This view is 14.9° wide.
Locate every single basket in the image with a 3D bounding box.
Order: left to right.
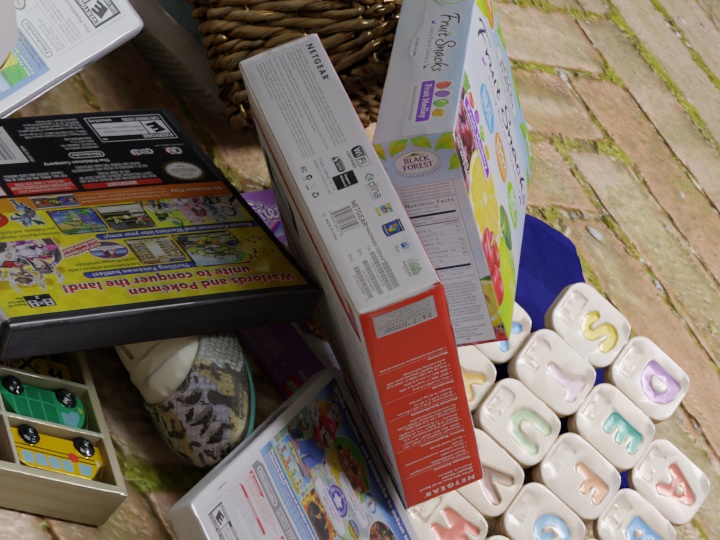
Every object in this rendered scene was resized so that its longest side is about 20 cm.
[{"bbox_3d":[-0.021,-0.173,1.746,0.200,0.142,0.150,10,59,-77],"label":"basket"}]

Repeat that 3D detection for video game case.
[{"bbox_3d":[-0.248,-0.181,1.600,0.182,0.022,0.200,-37,91,-40],"label":"video game case"},{"bbox_3d":[-0.149,-0.025,1.506,0.199,0.026,0.181,-6,40,-36],"label":"video game case"},{"bbox_3d":[-0.025,0.150,1.455,0.144,0.018,0.200,65,27,-8],"label":"video game case"}]

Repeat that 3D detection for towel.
[{"bbox_3d":[0.108,0.048,1.725,0.148,0.049,0.201,36,34,-49],"label":"towel"}]

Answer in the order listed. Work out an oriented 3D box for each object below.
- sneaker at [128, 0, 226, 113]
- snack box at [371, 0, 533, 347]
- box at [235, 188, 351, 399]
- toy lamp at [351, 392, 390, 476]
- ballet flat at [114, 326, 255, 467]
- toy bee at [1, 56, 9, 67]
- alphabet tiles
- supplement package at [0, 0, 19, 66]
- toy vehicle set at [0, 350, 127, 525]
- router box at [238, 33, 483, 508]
[{"bbox_3d":[-0.131,-0.194,1.776,0.200,0.082,0.074,49,-10,12],"label":"sneaker"},{"bbox_3d":[0.057,-0.070,1.596,0.200,0.053,0.143,-79,157,-55],"label":"snack box"},{"bbox_3d":[-0.014,0.009,1.702,0.137,0.039,0.200,52,30,18],"label":"box"},{"bbox_3d":[0.076,0.132,1.626,0.200,0.058,0.058,39,28,-8],"label":"toy lamp"},{"bbox_3d":[-0.110,0.032,1.521,0.072,0.072,0.201,24,26,-28],"label":"ballet flat"},{"bbox_3d":[-0.256,-0.193,1.510,0.200,0.109,0.131,35,43,-23],"label":"toy bee"},{"bbox_3d":[0.109,0.105,1.608,0.195,0.015,0.200,43,64,-8],"label":"alphabet tiles"},{"bbox_3d":[-0.267,-0.098,1.342,0.117,0.117,0.201,23,60,13],"label":"supplement package"},{"bbox_3d":[-0.219,0.058,1.395,0.199,0.027,0.125,16,37,-38],"label":"toy vehicle set"},{"bbox_3d":[0.000,0.000,1.520,0.180,0.049,0.201,76,-10,-51],"label":"router box"}]
